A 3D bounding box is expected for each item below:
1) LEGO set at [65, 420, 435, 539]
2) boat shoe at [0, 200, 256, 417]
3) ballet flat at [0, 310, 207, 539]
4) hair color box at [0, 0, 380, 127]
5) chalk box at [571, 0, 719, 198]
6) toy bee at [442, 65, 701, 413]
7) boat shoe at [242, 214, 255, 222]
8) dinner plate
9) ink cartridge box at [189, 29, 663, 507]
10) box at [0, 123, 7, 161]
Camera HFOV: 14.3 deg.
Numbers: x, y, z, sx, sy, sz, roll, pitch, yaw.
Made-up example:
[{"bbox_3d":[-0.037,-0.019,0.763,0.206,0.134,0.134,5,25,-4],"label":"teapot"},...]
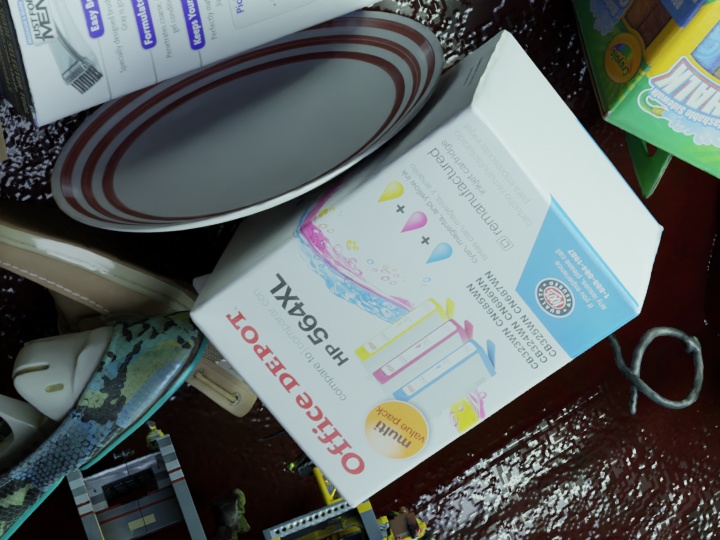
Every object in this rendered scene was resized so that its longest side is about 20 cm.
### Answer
[{"bbox_3d":[-0.070,0.133,1.520,0.199,0.116,0.154,-23,161,3],"label":"LEGO set"},{"bbox_3d":[-0.119,0.023,1.462,0.200,0.071,0.065,25,97,-35],"label":"boat shoe"},{"bbox_3d":[-0.159,0.073,1.428,0.074,0.074,0.200,24,127,-34],"label":"ballet flat"},{"bbox_3d":[-0.090,-0.159,1.404,0.199,0.065,0.110,-22,121,-20],"label":"hair color box"},{"bbox_3d":[0.194,-0.129,1.508,0.124,0.125,0.200,25,121,-26],"label":"chalk box"},{"bbox_3d":[0.079,-0.007,1.486,0.130,0.109,0.201,-3,72,-31],"label":"toy bee"},{"bbox_3d":[0.000,0.000,1.500,0.200,0.070,0.071,59,38,-43],"label":"boat shoe"},{"bbox_3d":[-0.052,-0.067,1.380,0.200,0.200,0.024,-30,118,-14],"label":"dinner plate"},{"bbox_3d":[0.023,0.006,1.370,0.200,0.125,0.129,-36,100,20],"label":"ink cartridge box"},{"bbox_3d":[-0.276,-0.097,1.356,0.199,0.021,0.164,-20,119,-20],"label":"box"}]
